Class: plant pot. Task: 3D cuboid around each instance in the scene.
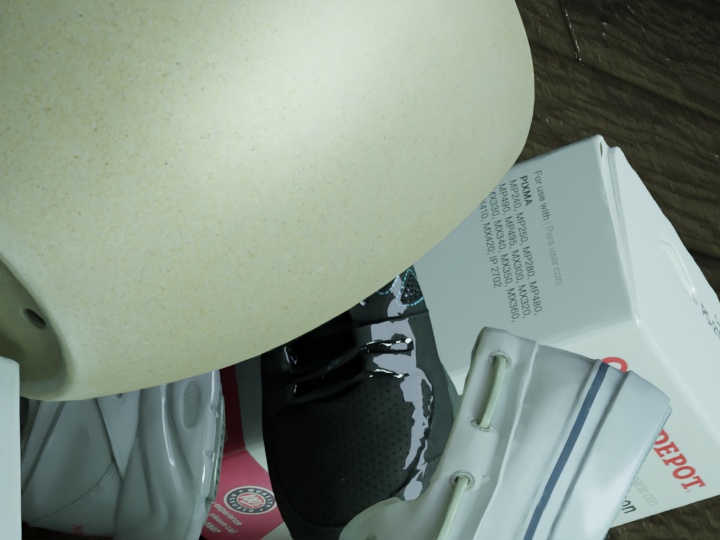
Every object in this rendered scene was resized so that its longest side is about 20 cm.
[{"bbox_3d":[-0.072,-0.044,0.656,0.135,0.200,0.201,-52,121,-26],"label":"plant pot"}]

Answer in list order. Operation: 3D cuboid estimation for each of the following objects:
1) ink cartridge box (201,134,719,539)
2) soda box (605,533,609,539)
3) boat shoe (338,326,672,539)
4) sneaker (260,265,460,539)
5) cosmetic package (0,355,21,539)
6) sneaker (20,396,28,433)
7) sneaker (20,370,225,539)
[{"bbox_3d":[0.032,0.047,0.931,0.145,0.199,0.085,48,28,-52],"label":"ink cartridge box"},{"bbox_3d":[0.040,0.047,1.125,0.200,0.071,0.063,56,21,-23],"label":"soda box"},{"bbox_3d":[0.022,0.091,0.653,0.067,0.074,0.200,25,39,8],"label":"boat shoe"},{"bbox_3d":[-0.013,0.009,0.832,0.082,0.073,0.201,48,30,-52],"label":"sneaker"},{"bbox_3d":[-0.182,0.052,0.578,0.199,0.074,0.102,17,47,-28],"label":"cosmetic package"},{"bbox_3d":[-0.085,-0.024,0.880,0.075,0.113,0.201,37,37,-46],"label":"sneaker"},{"bbox_3d":[-0.089,-0.008,0.805,0.078,0.099,0.201,121,-27,-80],"label":"sneaker"}]
